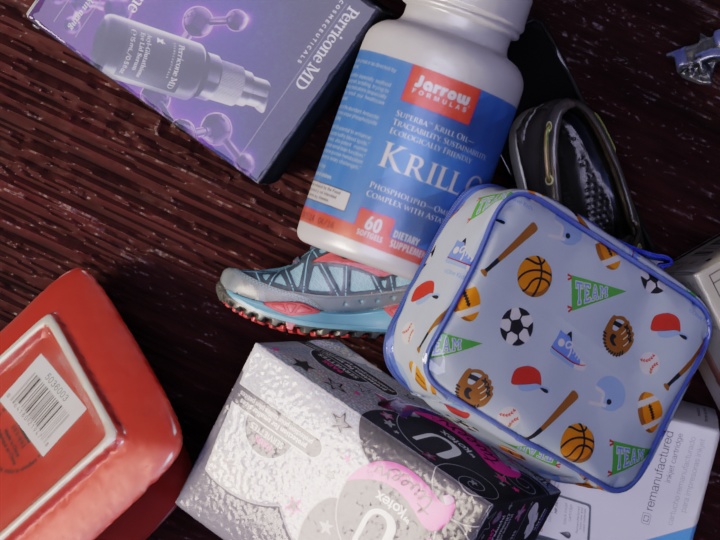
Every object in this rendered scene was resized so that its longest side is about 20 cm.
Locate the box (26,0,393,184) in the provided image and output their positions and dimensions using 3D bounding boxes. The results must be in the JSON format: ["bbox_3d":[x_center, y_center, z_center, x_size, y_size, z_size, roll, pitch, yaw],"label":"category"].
[{"bbox_3d":[-0.099,-0.175,1.457,0.200,0.104,0.148,35,97,2],"label":"box"}]

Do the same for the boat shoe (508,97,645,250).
[{"bbox_3d":[0.156,-0.018,1.436,0.072,0.061,0.201,-20,91,-20],"label":"boat shoe"}]

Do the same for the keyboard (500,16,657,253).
[{"bbox_3d":[0.115,-0.063,1.471,0.127,0.021,0.200,-27,92,-19],"label":"keyboard"}]

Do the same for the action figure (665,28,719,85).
[{"bbox_3d":[0.318,-0.137,1.439,0.200,0.105,0.194,-9,88,33],"label":"action figure"}]

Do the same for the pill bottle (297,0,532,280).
[{"bbox_3d":[0.041,-0.097,1.394,0.112,0.112,0.200,19,91,4],"label":"pill bottle"}]

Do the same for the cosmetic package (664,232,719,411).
[{"bbox_3d":[0.292,0.066,1.430,0.103,0.087,0.200,-28,96,-12],"label":"cosmetic package"}]

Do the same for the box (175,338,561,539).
[{"bbox_3d":[0.004,0.147,1.395,0.200,0.115,0.132,33,105,24],"label":"box"}]

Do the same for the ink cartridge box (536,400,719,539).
[{"bbox_3d":[0.133,0.146,1.474,0.200,0.086,0.147,14,97,4],"label":"ink cartridge box"}]

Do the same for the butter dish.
[{"bbox_3d":[-0.196,0.138,1.486,0.199,0.148,0.200,-42,49,8],"label":"butter dish"}]

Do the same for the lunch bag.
[{"bbox_3d":[0.125,0.042,1.359,0.200,0.076,0.160,31,79,-25],"label":"lunch bag"}]

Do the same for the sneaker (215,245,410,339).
[{"bbox_3d":[0.000,0.000,1.488,0.200,0.079,0.096,3,87,-3],"label":"sneaker"}]
